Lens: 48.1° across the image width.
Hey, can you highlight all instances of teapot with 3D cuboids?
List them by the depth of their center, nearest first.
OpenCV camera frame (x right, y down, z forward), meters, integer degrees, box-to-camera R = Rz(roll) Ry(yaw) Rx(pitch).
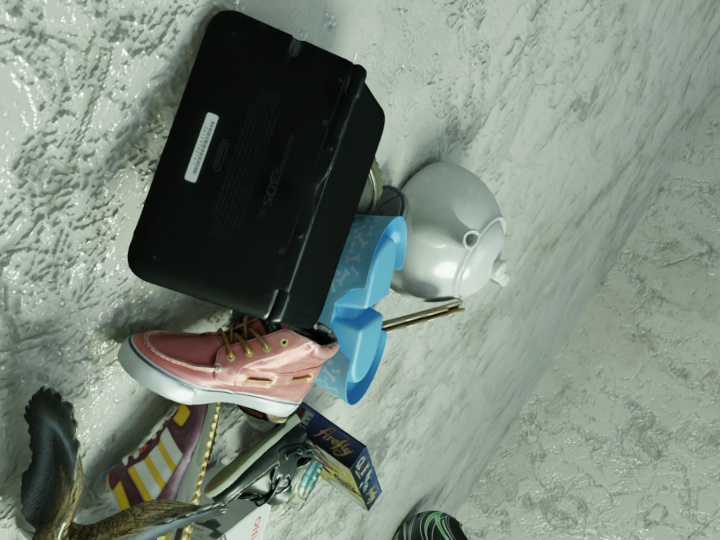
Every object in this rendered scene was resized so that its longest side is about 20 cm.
[{"bbox_3d":[0.122,-0.032,1.038,0.200,0.146,0.198,-39,150,-43],"label":"teapot"}]

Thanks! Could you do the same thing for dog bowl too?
[{"bbox_3d":[-0.004,0.036,0.821,0.111,0.049,0.201,-27,130,-67],"label":"dog bowl"}]

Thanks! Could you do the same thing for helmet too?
[{"bbox_3d":[0.176,0.694,2.002,0.199,0.191,0.200,-13,133,-15],"label":"helmet"}]

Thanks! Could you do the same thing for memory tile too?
[{"bbox_3d":[0.029,0.070,0.991,0.200,0.153,0.017,-8,81,-56],"label":"memory tile"}]

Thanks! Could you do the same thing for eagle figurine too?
[{"bbox_3d":[-0.211,0.196,0.603,0.200,0.151,0.152,-53,147,4],"label":"eagle figurine"}]

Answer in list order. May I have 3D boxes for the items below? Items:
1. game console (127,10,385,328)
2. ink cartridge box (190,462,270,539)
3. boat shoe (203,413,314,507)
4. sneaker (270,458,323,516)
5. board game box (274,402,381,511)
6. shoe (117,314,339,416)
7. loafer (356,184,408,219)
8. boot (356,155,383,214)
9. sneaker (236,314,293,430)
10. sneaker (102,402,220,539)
[{"bbox_3d":[-0.070,-0.067,0.628,0.201,0.175,0.116,-72,-162,-3],"label":"game console"},{"bbox_3d":[-0.201,0.324,0.872,0.200,0.084,0.145,-26,140,-52],"label":"ink cartridge box"},{"bbox_3d":[-0.094,0.208,0.831,0.074,0.066,0.199,-34,177,9],"label":"boat shoe"},{"bbox_3d":[-0.106,0.248,1.005,0.078,0.086,0.200,-57,-178,-26],"label":"sneaker"},{"bbox_3d":[-0.044,0.230,1.024,0.035,0.135,0.200,-51,157,-20],"label":"board game box"},{"bbox_3d":[-0.107,0.067,0.705,0.200,0.072,0.091,23,110,-46],"label":"shoe"},{"bbox_3d":[0.000,0.000,0.923,0.200,0.072,0.063,-60,162,-6],"label":"loafer"},{"bbox_3d":[-0.069,-0.057,0.700,0.200,0.072,0.182,-56,145,-27],"label":"boot"},{"bbox_3d":[-0.096,0.107,0.836,0.079,0.078,0.200,-55,160,-27],"label":"sneaker"},{"bbox_3d":[-0.186,0.174,0.742,0.075,0.090,0.201,113,-11,-66],"label":"sneaker"}]
